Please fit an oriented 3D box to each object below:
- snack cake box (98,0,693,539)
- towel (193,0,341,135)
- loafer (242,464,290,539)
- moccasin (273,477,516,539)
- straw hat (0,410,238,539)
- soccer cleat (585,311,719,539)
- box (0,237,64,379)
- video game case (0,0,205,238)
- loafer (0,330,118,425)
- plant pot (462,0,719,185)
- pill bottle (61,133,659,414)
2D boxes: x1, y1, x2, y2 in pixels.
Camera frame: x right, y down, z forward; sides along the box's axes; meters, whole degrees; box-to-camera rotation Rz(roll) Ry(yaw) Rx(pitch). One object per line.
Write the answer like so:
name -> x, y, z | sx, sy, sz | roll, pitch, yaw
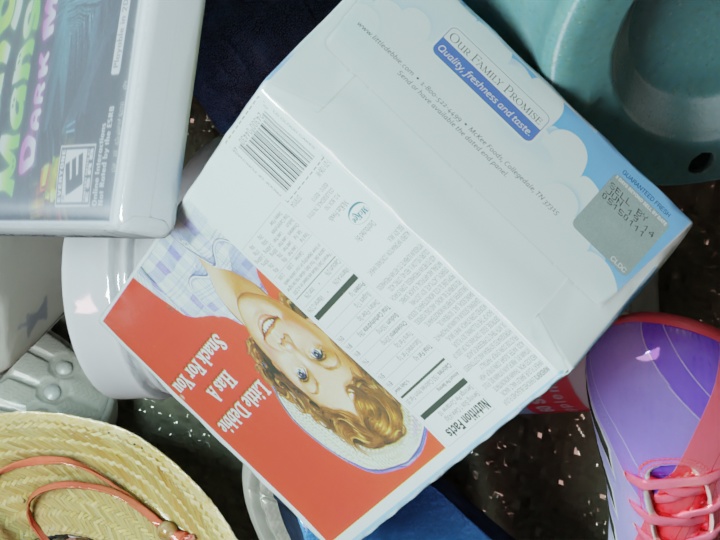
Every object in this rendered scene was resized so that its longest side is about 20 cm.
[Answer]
snack cake box -> 0.003, 0.002, 0.823 | 0.115, 0.067, 0.200 | 43, 153, 0
towel -> -0.060, -0.141, 1.025 | 0.112, 0.048, 0.200 | -40, 83, 32
loafer -> 0.006, 0.136, 1.061 | 0.072, 0.063, 0.201 | -17, 108, 3
moccasin -> 0.039, 0.117, 0.987 | 0.080, 0.068, 0.200 | -38, 121, -5
straw hat -> -0.110, 0.148, 1.104 | 0.200, 0.085, 0.202 | 2, 99, 13
soccer cleat -> 0.108, 0.084, 0.919 | 0.066, 0.077, 0.200 | 9, 150, 15
box -> -0.188, -0.071, 1.058 | 0.199, 0.109, 0.128 | 26, 140, 20
video game case -> -0.093, -0.111, 0.872 | 0.182, 0.023, 0.201 | 2, 84, 61
loafer -> -0.189, 0.050, 1.146 | 0.199, 0.070, 0.070 | 13, 146, 21
plant pot -> 0.080, -0.134, 0.823 | 0.200, 0.199, 0.188 | -52, 47, 29
pill bottle -> 0.000, 0.000, 0.978 | 0.199, 0.109, 0.109 | -4, 101, 20
